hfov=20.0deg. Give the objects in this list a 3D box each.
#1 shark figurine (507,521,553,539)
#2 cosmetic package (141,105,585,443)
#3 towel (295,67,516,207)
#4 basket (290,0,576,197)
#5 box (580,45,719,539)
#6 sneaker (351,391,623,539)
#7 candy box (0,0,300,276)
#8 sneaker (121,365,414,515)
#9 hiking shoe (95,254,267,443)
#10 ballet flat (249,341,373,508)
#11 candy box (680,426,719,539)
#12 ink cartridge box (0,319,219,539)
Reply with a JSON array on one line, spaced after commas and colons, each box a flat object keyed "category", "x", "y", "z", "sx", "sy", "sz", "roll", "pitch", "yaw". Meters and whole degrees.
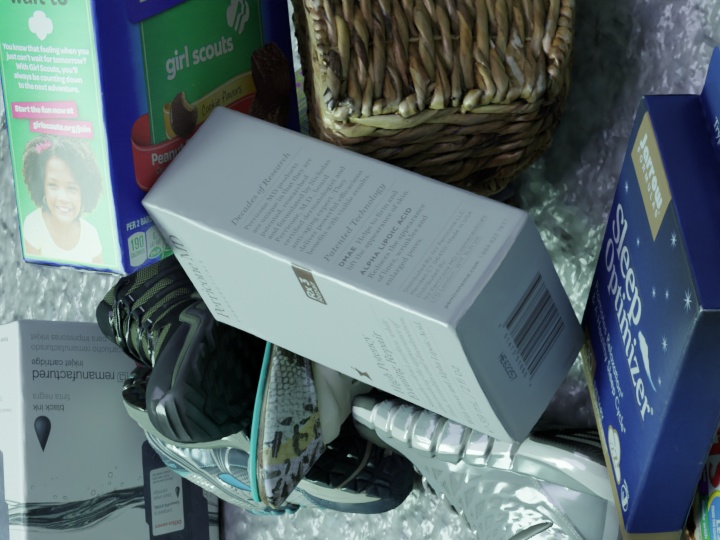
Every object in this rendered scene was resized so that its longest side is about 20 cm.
[{"category": "shark figurine", "x": 0.099, "y": 0.182, "z": 0.951, "sx": 0.089, "sy": 0.215, "sz": 0.128, "roll": -30, "pitch": 25, "yaw": 1}, {"category": "cosmetic package", "x": 0.000, "y": 0.000, "z": 0.974, "sx": 0.199, "sy": 0.102, "sz": 0.074, "roll": 19, "pitch": 62, "yaw": 37}, {"category": "towel", "x": -0.022, "y": -0.036, "z": 1.123, "sx": 0.143, "sy": 0.023, "sz": 0.200, "roll": -41, "pitch": 42, "yaw": -13}, {"category": "basket", "x": 0.037, "y": -0.134, "z": 1.053, "sx": 0.149, "sy": 0.142, "sz": 0.201, "roll": 89, "pitch": 172, "yaw": -64}, {"category": "box", "x": 0.133, "y": 0.013, "z": 0.879, "sx": 0.201, "sy": 0.032, "sz": 0.122, "roll": 99, "pitch": 167, "yaw": -48}, {"category": "sneaker", "x": 0.060, "y": 0.128, "z": 1.030, "sx": 0.199, "sy": 0.075, "sz": 0.116, "roll": 11, "pitch": 98, "yaw": 51}, {"category": "candy box", "x": -0.107, "y": -0.118, "z": 1.044, "sx": 0.077, "sy": 0.169, "sz": 0.202, "roll": 4, "pitch": 109, "yaw": 31}, {"category": "sneaker", "x": -0.045, "y": 0.104, "z": 1.182, "sx": 0.199, "sy": 0.078, "sz": 0.087, "roll": 17, "pitch": 139, "yaw": 37}, {"category": "hiking shoe", "x": -0.104, "y": 0.039, "z": 1.168, "sx": 0.100, "sy": 0.200, "sz": 0.076, "roll": -15, "pitch": 116, "yaw": 17}, {"category": "ballet flat", "x": -0.025, "y": 0.040, "z": 1.119, "sx": 0.072, "sy": 0.072, "sz": 0.201, "roll": -46, "pitch": 31, "yaw": 40}, {"category": "candy box", "x": 0.163, "y": 0.068, "z": 0.913, "sx": 0.102, "sy": 0.026, "sz": 0.202, "roll": 156, "pitch": 113, "yaw": -69}, {"category": "ink cartridge box", "x": -0.167, "y": 0.137, "z": 1.262, "sx": 0.084, "sy": 0.144, "sz": 0.202, "roll": -12, "pitch": 77, "yaw": 51}]
